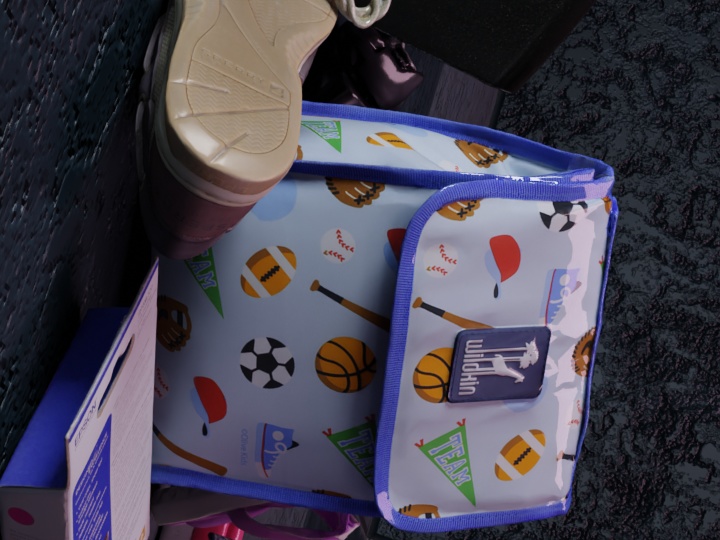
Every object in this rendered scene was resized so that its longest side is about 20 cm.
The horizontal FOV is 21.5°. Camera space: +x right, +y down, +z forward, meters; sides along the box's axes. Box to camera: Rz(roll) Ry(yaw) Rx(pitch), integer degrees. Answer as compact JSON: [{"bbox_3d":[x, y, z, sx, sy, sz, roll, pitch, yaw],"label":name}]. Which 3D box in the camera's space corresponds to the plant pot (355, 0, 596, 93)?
[{"bbox_3d":[0.064,-0.204,0.989,0.178,0.199,0.200,-65,176,13],"label":"plant pot"}]

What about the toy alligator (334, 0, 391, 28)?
[{"bbox_3d":[-0.014,-0.202,0.780,0.054,0.059,0.201,20,-65,54],"label":"toy alligator"}]

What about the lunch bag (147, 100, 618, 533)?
[{"bbox_3d":[0.008,0.019,0.852,0.124,0.199,0.171,-60,158,-67],"label":"lunch bag"}]

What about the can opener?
[{"bbox_3d":[0.004,-0.132,1.248,0.200,0.078,0.064,-47,114,-83],"label":"can opener"}]

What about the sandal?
[{"bbox_3d":[-0.033,0.126,0.980,0.202,0.082,0.050,-14,-96,53],"label":"sandal"}]

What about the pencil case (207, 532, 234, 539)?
[{"bbox_3d":[-0.080,0.228,0.887,0.083,0.086,0.201,56,25,-71],"label":"pencil case"}]

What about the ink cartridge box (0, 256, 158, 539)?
[{"bbox_3d":[-0.114,0.088,0.779,0.200,0.037,0.095,102,7,-49],"label":"ink cartridge box"}]

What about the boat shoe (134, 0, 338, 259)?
[{"bbox_3d":[-0.055,-0.080,0.758,0.065,0.072,0.200,-50,-159,32],"label":"boat shoe"}]

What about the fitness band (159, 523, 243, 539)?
[{"bbox_3d":[-0.099,0.183,1.155,0.144,0.037,0.201,54,53,-83],"label":"fitness band"}]
